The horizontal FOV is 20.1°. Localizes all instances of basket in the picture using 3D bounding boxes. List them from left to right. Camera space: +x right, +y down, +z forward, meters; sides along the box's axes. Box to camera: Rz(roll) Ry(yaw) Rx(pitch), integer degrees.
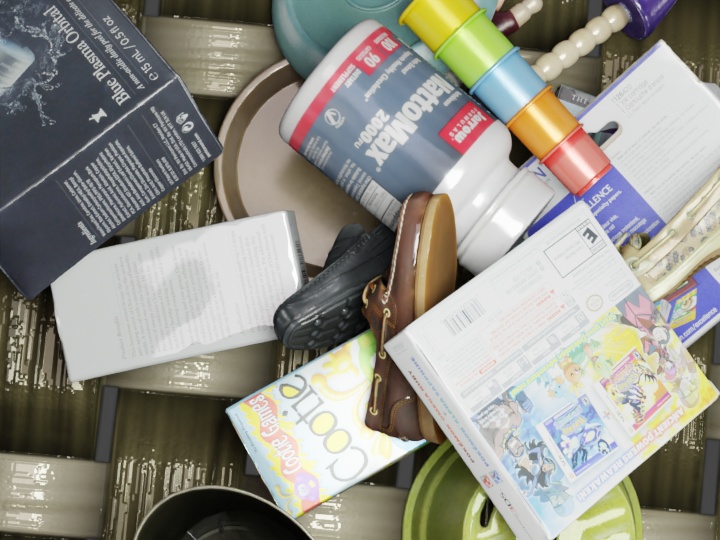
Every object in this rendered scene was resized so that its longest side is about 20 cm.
[{"bbox_3d":[-0.093,0.246,1.567,0.136,0.200,0.180,-45,88,-7],"label":"basket"}]

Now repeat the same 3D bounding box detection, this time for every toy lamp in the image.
[{"bbox_3d":[0.181,-0.185,1.689,0.200,0.058,0.058,-37,86,-13],"label":"toy lamp"}]

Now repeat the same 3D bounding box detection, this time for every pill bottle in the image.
[{"bbox_3d":[0.047,-0.089,1.575,0.200,0.120,0.120,39,84,4],"label":"pill bottle"}]

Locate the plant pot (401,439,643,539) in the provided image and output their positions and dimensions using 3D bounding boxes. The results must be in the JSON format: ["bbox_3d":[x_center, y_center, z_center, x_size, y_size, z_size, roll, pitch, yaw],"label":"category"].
[{"bbox_3d":[0.136,0.206,1.588,0.199,0.184,0.201,0,84,-1],"label":"plant pot"}]

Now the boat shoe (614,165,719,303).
[{"bbox_3d":[0.241,-0.025,1.577,0.200,0.073,0.063,-36,91,12],"label":"boat shoe"}]

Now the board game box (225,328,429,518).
[{"bbox_3d":[0.004,0.109,1.634,0.200,0.105,0.103,-29,86,-4],"label":"board game box"}]

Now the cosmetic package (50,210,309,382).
[{"bbox_3d":[-0.142,0.020,1.639,0.199,0.071,0.102,-11,90,4],"label":"cosmetic package"}]

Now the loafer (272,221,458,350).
[{"bbox_3d":[0.000,0.000,1.611,0.200,0.068,0.070,-31,65,-36],"label":"loafer"}]

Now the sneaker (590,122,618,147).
[{"bbox_3d":[0.277,-0.070,1.672,0.199,0.074,0.088,20,102,6],"label":"sneaker"}]

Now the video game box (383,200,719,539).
[{"bbox_3d":[0.143,0.074,1.491,0.200,0.047,0.182,-34,87,-32],"label":"video game box"}]

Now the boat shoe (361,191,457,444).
[{"bbox_3d":[0.032,0.036,1.527,0.070,0.070,0.201,10,110,22],"label":"boat shoe"}]

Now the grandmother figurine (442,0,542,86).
[{"bbox_3d":[0.090,-0.224,1.684,0.121,0.061,0.201,12,69,44],"label":"grandmother figurine"}]

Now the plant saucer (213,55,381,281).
[{"bbox_3d":[-0.022,-0.084,1.693,0.199,0.029,0.201,0,83,-3],"label":"plant saucer"}]

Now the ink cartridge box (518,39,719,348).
[{"bbox_3d":[0.239,-0.050,1.627,0.198,0.047,0.200,-42,89,22],"label":"ink cartridge box"}]

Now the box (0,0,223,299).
[{"bbox_3d":[-0.251,-0.123,1.609,0.200,0.118,0.197,-38,59,-5],"label":"box"}]

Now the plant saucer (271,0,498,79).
[{"bbox_3d":[0.017,-0.237,1.671,0.199,0.027,0.201,-7,67,16],"label":"plant saucer"}]

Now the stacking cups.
[{"bbox_3d":[0.115,-0.141,1.586,0.060,0.061,0.200,-41,85,-6],"label":"stacking cups"}]

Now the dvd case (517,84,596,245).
[{"bbox_3d":[0.201,-0.038,1.699,0.145,0.022,0.201,20,82,0],"label":"dvd case"}]
